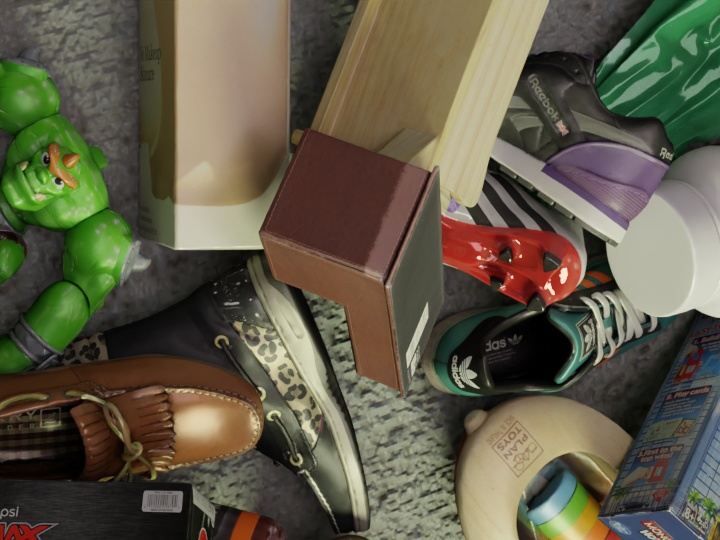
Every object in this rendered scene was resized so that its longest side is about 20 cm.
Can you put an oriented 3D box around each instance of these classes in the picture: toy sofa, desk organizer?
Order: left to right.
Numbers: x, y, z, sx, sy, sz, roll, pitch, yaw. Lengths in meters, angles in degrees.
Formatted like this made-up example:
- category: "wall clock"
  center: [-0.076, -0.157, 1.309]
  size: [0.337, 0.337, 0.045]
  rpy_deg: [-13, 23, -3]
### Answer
- category: "desk organizer"
  center: [0.000, 0.000, 0.894]
  size: [0.076, 0.200, 0.072]
  rpy_deg: [20, 72, 11]
- category: "toy sofa"
  center: [0.045, -0.140, 0.906]
  size: [0.097, 0.082, 0.202]
  rpy_deg: [21, 89, -61]

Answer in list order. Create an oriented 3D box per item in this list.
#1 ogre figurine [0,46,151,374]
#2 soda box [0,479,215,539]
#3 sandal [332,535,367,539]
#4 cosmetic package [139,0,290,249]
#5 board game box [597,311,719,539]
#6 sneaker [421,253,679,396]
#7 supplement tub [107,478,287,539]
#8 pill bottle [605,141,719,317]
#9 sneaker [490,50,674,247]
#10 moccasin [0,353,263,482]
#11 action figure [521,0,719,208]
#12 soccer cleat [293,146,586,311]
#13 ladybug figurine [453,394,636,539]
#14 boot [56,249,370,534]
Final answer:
- category: "ogre figurine"
  center: [-0.204, -0.041, 0.889]
  size: [0.119, 0.098, 0.202]
  rpy_deg: [-28, 75, -1]
- category: "soda box"
  center: [-0.179, 0.147, 0.819]
  size: [0.197, 0.071, 0.064]
  rpy_deg: [1, 72, 5]
- category: "sandal"
  center: [-0.011, 0.258, 1.003]
  size: [0.081, 0.055, 0.202]
  rpy_deg: [-16, 115, -13]
- category: "cosmetic package"
  center: [-0.088, -0.116, 0.914]
  size: [0.070, 0.105, 0.203]
  rpy_deg: [-2, 95, -20]
- category: "board game box"
  center: [0.262, 0.127, 1.048]
  size: [0.200, 0.061, 0.202]
  rpy_deg: [40, 55, -28]
- category: "sneaker"
  center: [0.143, 0.041, 1.020]
  size: [0.198, 0.080, 0.072]
  rpy_deg: [-20, 102, -19]
- category: "supplement tub"
  center: [-0.111, 0.183, 0.903]
  size: [0.197, 0.107, 0.108]
  rpy_deg: [13, 92, 3]
- category: "pill bottle"
  center: [0.260, -0.033, 1.019]
  size: [0.198, 0.111, 0.113]
  rpy_deg: [-15, 101, -31]
- category: "sneaker"
  center: [0.102, -0.107, 0.965]
  size: [0.199, 0.076, 0.088]
  rpy_deg: [36, 97, 9]
- category: "moccasin"
  center: [-0.151, 0.088, 0.857]
  size: [0.199, 0.078, 0.074]
  rpy_deg: [4, 119, -17]
- category: "action figure"
  center: [0.180, -0.105, 1.029]
  size: [0.199, 0.055, 0.119]
  rpy_deg: [-39, 96, -1]
- category: "soccer cleat"
  center: [0.052, -0.042, 0.988]
  size: [0.198, 0.085, 0.069]
  rpy_deg: [23, 123, 4]
- category: "ladybug figurine"
  center: [0.132, 0.162, 1.035]
  size: [0.136, 0.072, 0.201]
  rpy_deg: [-43, 108, -11]
- category: "boot"
  center: [-0.085, 0.096, 0.959]
  size: [0.152, 0.074, 0.205]
  rpy_deg: [-20, 119, -1]
